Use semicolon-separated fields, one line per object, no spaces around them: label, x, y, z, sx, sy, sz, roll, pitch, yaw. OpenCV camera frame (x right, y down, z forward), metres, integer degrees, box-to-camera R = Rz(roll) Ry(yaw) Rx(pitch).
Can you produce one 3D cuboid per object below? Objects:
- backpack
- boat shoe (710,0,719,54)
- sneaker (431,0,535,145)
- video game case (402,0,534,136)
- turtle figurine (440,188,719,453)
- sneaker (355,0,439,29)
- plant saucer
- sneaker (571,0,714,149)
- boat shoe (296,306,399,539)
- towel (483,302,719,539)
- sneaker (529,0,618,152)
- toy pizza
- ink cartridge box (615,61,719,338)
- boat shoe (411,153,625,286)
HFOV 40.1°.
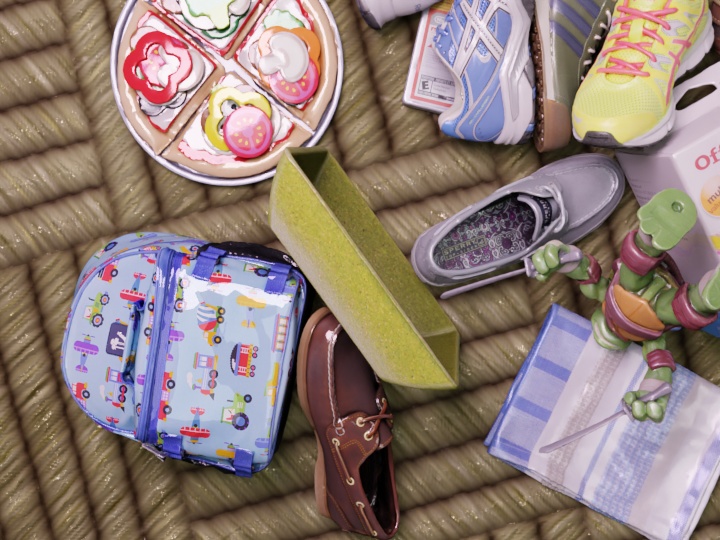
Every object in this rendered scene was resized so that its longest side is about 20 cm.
backpack;-0.147;0.058;0.785;0.197;0.135;0.185;14;91;1
boat shoe;0.382;-0.225;0.827;0.197;0.072;0.068;-11;125;-9
sneaker;0.095;-0.198;0.782;0.076;0.076;0.203;-5;101;-1
video game case;0.125;-0.224;0.839;0.141;0.017;0.203;13;92;-2
turtle figurine;0.189;0.040;0.736;0.197;0.194;0.146;-3;66;-15
sneaker;0.021;-0.305;0.809;0.086;0.075;0.203;-12;101;2
plant saucer;0.000;0.000;0.756;0.048;0.200;0.201;-35;92;9
sneaker;0.212;-0.171;0.753;0.077;0.091;0.201;12;50;29
boat shoe;-0.001;0.125;0.788;0.070;0.070;0.203;-33;126;-38
towel;0.222;0.137;0.850;0.198;0.024;0.148;27;90;-2
sneaker;0.177;-0.202;0.798;0.088;0.067;0.204;-6;93;-2
toy pizza;-0.113;-0.173;0.828;0.197;0.032;0.204;0;92;-1
ink cartridge box;0.305;-0.059;0.783;0.127;0.125;0.202;-30;100;0
boat shoe;0.138;-0.040;0.814;0.199;0.071;0.071;-25;92;-7
